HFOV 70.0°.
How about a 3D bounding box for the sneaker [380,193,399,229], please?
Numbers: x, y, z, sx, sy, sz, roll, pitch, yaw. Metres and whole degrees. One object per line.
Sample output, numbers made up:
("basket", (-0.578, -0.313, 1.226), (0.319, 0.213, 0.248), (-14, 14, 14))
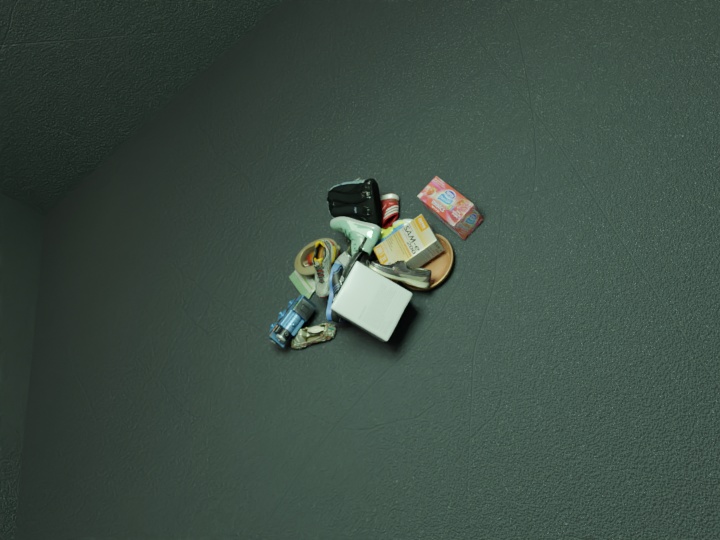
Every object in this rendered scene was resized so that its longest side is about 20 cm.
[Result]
("sneaker", (0.047, -0.201, 1.859), (0.198, 0.078, 0.117), (-18, 56, 27))

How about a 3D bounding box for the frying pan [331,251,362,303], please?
("frying pan", (-0.046, 0.019, 1.685), (0.031, 0.115, 0.192), (31, 93, 7))

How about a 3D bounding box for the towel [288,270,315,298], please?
("towel", (-0.170, -0.002, 1.937), (0.200, 0.023, 0.153), (-47, 49, 6))

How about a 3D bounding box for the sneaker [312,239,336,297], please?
("sneaker", (-0.136, -0.008, 1.767), (0.077, 0.082, 0.203), (-5, 81, 28))

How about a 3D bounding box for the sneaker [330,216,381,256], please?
("sneaker", (-0.036, -0.111, 1.754), (0.198, 0.074, 0.120), (13, 72, 29))

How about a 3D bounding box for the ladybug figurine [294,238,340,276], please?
("ladybug figurine", (-0.151, -0.043, 1.880), (0.198, 0.072, 0.137), (-20, 56, 27))

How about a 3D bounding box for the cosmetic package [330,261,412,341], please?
("cosmetic package", (0.031, 0.101, 1.595), (0.198, 0.167, 0.168), (30, 83, 2))

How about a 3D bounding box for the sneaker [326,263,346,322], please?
("sneaker", (-0.063, 0.075, 1.722), (0.077, 0.070, 0.203), (1, 77, 16))

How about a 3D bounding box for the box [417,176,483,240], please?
("box", (0.292, -0.204, 1.678), (0.095, 0.103, 0.200), (-45, 48, 4))

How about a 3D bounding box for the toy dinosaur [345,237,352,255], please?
("toy dinosaur", (-0.026, -0.093, 1.834), (0.200, 0.047, 0.089), (-39, 55, 39))

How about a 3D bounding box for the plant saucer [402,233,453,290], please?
("plant saucer", (0.214, -0.024, 1.677), (0.198, 0.037, 0.203), (-17, 57, 27))

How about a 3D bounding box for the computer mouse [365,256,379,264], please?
("computer mouse", (-0.014, -0.009, 1.831), (0.197, 0.034, 0.060), (-14, 76, 20))

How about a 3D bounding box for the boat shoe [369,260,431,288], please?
("boat shoe", (0.126, -0.001, 1.588), (0.072, 0.197, 0.066), (-100, 28, -79))

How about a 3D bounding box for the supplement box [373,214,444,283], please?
("supplement box", (0.155, -0.070, 1.669), (0.199, 0.073, 0.127), (-36, 51, 13))

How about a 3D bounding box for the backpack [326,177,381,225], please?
("backpack", (-0.024, -0.240, 1.807), (0.197, 0.154, 0.166), (-3, 104, 23))

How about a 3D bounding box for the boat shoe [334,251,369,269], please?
("boat shoe", (0.001, 0.001, 1.772), (0.086, 0.074, 0.202), (-50, 59, 5))

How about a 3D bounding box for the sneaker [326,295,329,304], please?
("sneaker", (-0.098, 0.084, 1.806), (0.082, 0.073, 0.200), (-46, 49, 3))

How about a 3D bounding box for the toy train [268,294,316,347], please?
("toy train", (-0.244, 0.176, 1.813), (0.201, 0.087, 0.114), (-53, 16, -20))

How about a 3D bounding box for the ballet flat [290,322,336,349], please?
("ballet flat", (-0.176, 0.221, 1.793), (0.198, 0.064, 0.077), (-21, 55, 24))

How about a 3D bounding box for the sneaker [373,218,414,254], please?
("sneaker", (0.118, -0.104, 1.767), (0.198, 0.075, 0.107), (-18, 66, 40))
